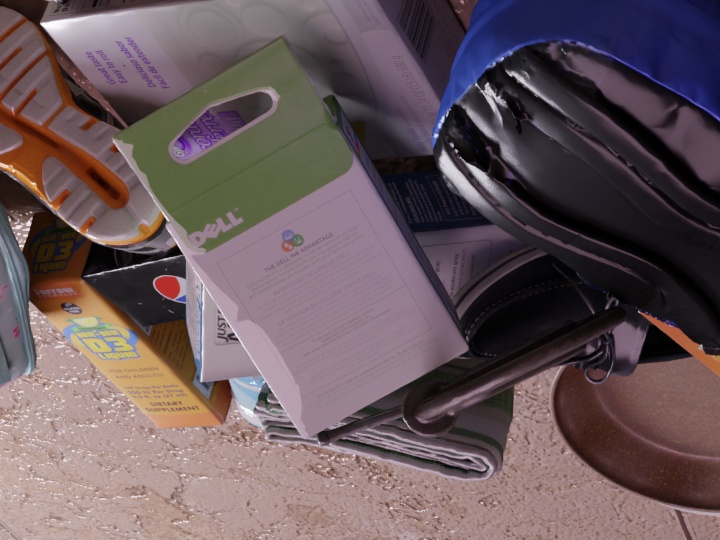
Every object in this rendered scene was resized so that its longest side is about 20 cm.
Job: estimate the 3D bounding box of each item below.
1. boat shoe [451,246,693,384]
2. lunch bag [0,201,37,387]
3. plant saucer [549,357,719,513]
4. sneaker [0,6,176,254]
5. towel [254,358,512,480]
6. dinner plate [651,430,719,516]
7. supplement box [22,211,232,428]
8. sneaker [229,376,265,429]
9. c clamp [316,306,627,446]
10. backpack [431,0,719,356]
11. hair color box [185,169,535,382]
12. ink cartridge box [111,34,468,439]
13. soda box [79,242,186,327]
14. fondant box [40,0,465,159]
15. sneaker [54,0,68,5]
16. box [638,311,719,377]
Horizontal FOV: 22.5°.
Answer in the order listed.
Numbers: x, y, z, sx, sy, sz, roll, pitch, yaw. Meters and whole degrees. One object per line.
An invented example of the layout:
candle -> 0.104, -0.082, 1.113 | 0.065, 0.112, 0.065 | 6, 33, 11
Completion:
boat shoe -> 0.139, 0.025, 1.046 | 0.199, 0.062, 0.075 | -4, 129, -26
lunch bag -> -0.275, -0.007, 1.182 | 0.160, 0.077, 0.200 | 48, 156, 22
plant saucer -> 0.227, 0.089, 1.203 | 0.200, 0.037, 0.201 | 12, 140, 10
sneaker -> -0.175, -0.074, 1.034 | 0.200, 0.078, 0.077 | 46, -179, 24
towel -> 0.023, 0.067, 1.135 | 0.149, 0.200, 0.031 | 14, 111, 3
dinner plate -> 0.251, 0.141, 1.318 | 0.199, 0.024, 0.200 | 12, 151, 7
supplement box -> -0.162, 0.036, 1.287 | 0.066, 0.069, 0.200 | -5, 142, 28
sneaker -> -0.013, 0.069, 1.261 | 0.199, 0.080, 0.131 | 3, 150, 19
c clamp -> 0.060, 0.061, 0.937 | 0.170, 0.027, 0.200 | -24, 176, -4
backpack -> 0.140, -0.076, 0.850 | 0.199, 0.168, 0.163 | 25, 143, -12
hair color box -> 0.000, 0.000, 1.053 | 0.199, 0.061, 0.100 | -6, 130, -13
ink cartridge box -> -0.035, -0.022, 0.948 | 0.104, 0.059, 0.200 | -29, 113, 7
soda box -> -0.083, -0.019, 1.158 | 0.199, 0.064, 0.071 | -11, 140, 37
fondant box -> -0.049, -0.120, 0.978 | 0.199, 0.058, 0.144 | -2, 147, 29
sneaker -> -0.175, -0.215, 0.880 | 0.093, 0.070, 0.200 | 27, 155, 15
box -> 0.266, 0.014, 1.009 | 0.200, 0.098, 0.124 | 35, 139, -31
